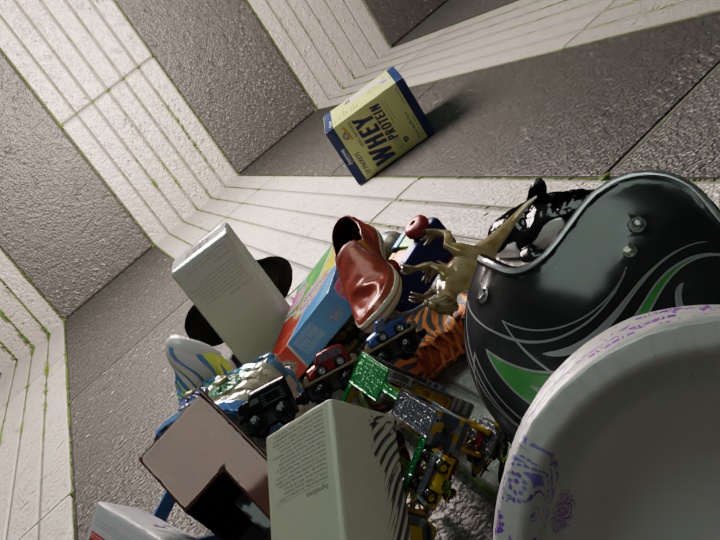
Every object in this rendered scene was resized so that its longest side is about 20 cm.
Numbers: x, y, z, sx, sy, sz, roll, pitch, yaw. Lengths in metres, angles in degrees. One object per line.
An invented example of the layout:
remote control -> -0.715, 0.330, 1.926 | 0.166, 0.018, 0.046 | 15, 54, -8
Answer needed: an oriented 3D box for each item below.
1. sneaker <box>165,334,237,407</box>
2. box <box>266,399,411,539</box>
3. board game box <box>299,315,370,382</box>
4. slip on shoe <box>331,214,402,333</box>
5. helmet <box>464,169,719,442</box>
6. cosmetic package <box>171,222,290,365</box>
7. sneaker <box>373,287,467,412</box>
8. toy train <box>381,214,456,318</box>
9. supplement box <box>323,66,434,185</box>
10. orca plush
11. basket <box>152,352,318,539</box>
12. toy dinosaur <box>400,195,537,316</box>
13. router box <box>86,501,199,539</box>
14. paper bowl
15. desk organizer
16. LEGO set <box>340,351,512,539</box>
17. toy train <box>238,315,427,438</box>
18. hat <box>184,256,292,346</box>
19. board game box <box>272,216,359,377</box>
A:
sneaker -> -0.187, 0.164, 0.891 | 0.074, 0.201, 0.107 | 8, 59, 27
box -> -0.011, 0.198, 0.496 | 0.082, 0.067, 0.204 | -34, 50, 36
board game box -> -0.015, 0.074, 1.004 | 0.200, 0.024, 0.104 | -44, 23, -17
slip on shoe -> 0.000, 0.000, 0.846 | 0.074, 0.061, 0.202 | -47, 27, 20
helmet -> 0.166, 0.047, 0.486 | 0.190, 0.200, 0.201 | -39, 17, 19
cosmetic package -> -0.171, 0.044, 1.069 | 0.101, 0.202, 0.074 | -34, 19, 2
sneaker -> 0.088, 0.067, 0.754 | 0.200, 0.078, 0.111 | -45, 20, -21
toy train -> 0.030, 0.026, 0.930 | 0.115, 0.085, 0.202 | 0, 51, 57
supplement box -> 0.035, -0.322, 1.631 | 0.197, 0.135, 0.201 | -33, 20, 9
orca plush -> 0.215, -0.067, 0.843 | 0.105, 0.072, 0.198 | -46, 21, -25
basket -> -0.138, 0.197, 0.764 | 0.174, 0.140, 0.203 | -25, 32, 30
toy dinosaur -> 0.109, -0.008, 0.778 | 0.099, 0.059, 0.200 | 12, 43, 37
router box -> -0.201, 0.309, 0.633 | 0.198, 0.048, 0.184 | -7, 66, 54
paper bowl -> 0.163, 0.118, 0.340 | 0.198, 0.204, 0.104 | -31, -8, 16
desk organizer -> -0.088, 0.198, 0.614 | 0.198, 0.072, 0.077 | 36, 72, 28
LEGO set -> 0.052, 0.160, 0.616 | 0.199, 0.114, 0.158 | 2, 71, 63
toy train -> -0.026, 0.095, 0.704 | 0.196, 0.047, 0.034 | -26, -16, -13
hat -> -0.174, 0.074, 1.174 | 0.198, 0.081, 0.202 | -30, -27, -17
board game box -> -0.049, 0.038, 0.973 | 0.154, 0.040, 0.201 | -51, 12, 29
